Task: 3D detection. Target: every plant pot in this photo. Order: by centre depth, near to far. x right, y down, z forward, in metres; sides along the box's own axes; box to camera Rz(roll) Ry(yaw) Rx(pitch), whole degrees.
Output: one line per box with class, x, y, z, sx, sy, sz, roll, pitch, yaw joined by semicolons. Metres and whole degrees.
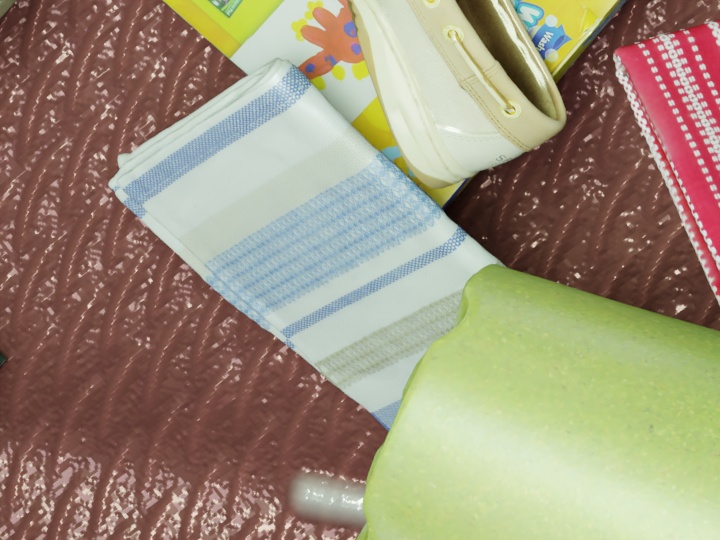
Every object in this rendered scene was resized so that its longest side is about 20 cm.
plant pot;0.103;0.092;1.120;0.183;0.200;0.201;24;115;11

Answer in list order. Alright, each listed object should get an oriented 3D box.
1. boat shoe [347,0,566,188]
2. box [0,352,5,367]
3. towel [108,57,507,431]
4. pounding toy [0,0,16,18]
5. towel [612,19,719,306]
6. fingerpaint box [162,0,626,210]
boat shoe;0.023;-0.131;1.118;0.069;0.074;0.201;-15;113;22
box;-0.291;0.036;1.318;0.200;0.149;0.124;43;118;-1
towel;0.000;0.000;1.226;0.200;0.024;0.147;42;146;-14
pounding toy;-0.230;-0.115;1.247;0.184;0.142;0.201;-39;79;45
towel;0.210;-0.048;1.099;0.199;0.023;0.145;-16;66;-16
fingerpaint box;0.032;-0.148;1.186;0.167;0.073;0.200;40;118;1
